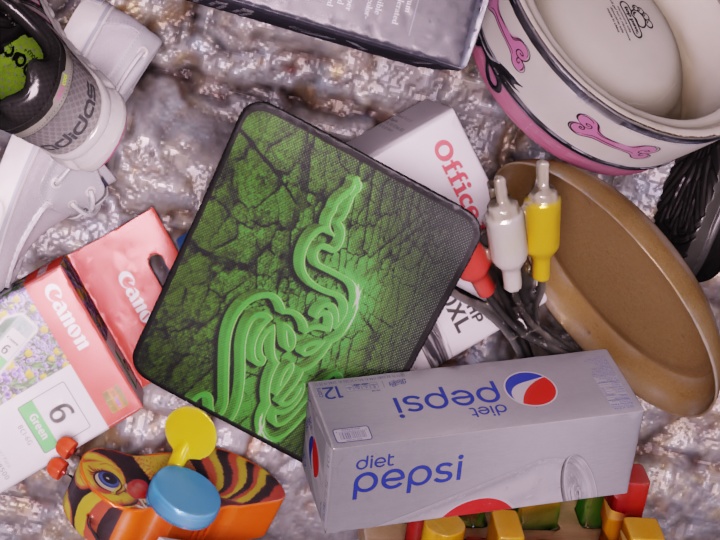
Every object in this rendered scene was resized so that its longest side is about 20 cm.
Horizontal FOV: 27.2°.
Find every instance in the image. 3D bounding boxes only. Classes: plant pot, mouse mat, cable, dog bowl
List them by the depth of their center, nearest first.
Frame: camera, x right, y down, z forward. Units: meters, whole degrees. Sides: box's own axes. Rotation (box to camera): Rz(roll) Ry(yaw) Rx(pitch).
[{"bbox_3d":[-0.036,0.017,0.899,0.159,0.008,0.202,27,113,-1],"label":"mouse mat"},{"bbox_3d":[0.095,0.028,0.919,0.096,0.050,0.202,-19,116,4],"label":"cable"},{"bbox_3d":[0.153,-0.149,0.930,0.198,0.074,0.203,15,55,-23],"label":"dog bowl"},{"bbox_3d":[0.159,0.006,0.939,0.027,0.200,0.201,-38,102,-13],"label":"plant pot"}]

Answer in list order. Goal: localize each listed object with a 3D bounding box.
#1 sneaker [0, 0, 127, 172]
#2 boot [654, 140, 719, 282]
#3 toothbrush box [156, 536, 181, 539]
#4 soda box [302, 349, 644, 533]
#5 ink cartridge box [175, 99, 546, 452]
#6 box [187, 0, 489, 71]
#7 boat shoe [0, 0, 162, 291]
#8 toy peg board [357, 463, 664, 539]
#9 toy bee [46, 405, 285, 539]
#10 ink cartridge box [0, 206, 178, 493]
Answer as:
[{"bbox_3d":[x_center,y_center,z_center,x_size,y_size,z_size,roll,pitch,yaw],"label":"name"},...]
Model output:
[{"bbox_3d":[-0.220,-0.138,0.874,0.074,0.087,0.200,-48,62,4],"label":"sneaker"},{"bbox_3d":[0.304,-0.061,1.007,0.156,0.079,0.213,25,94,-11],"label":"boot"},{"bbox_3d":[-0.045,0.250,0.918,0.145,0.199,0.087,40,97,33],"label":"toothbrush box"},{"bbox_3d":[0.067,0.102,0.900,0.197,0.064,0.069,-5,125,-16],"label":"soda box"},{"bbox_3d":[0.000,0.000,0.968,0.198,0.084,0.146,-30,104,-4],"label":"ink cartridge box"},{"bbox_3d":[-0.027,-0.198,0.904,0.197,0.148,0.106,14,96,-11],"label":"box"},{"bbox_3d":[-0.187,-0.070,0.944,0.068,0.072,0.202,24,85,-9],"label":"boat shoe"},{"bbox_3d":[0.107,0.169,0.942,0.197,0.200,0.099,3,117,-9],"label":"toy peg board"},{"bbox_3d":[-0.140,0.138,0.942,0.109,0.200,0.131,41,96,24],"label":"toy bee"},{"bbox_3d":[-0.196,0.056,0.966,0.198,0.050,0.110,-30,102,-2],"label":"ink cartridge box"}]
